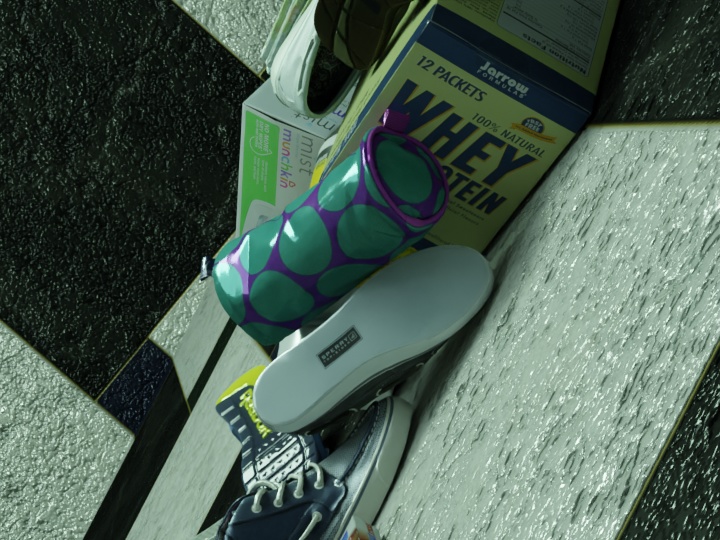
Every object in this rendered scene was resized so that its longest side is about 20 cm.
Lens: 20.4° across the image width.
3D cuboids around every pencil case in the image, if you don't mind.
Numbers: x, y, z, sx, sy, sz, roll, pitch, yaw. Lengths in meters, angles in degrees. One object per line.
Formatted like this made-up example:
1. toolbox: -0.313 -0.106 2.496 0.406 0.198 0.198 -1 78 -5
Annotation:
1. pencil case: -0.025 -0.027 1.450 0.200 0.085 0.093 -35 50 40

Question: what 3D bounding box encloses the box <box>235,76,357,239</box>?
1. box: -0.031 -0.103 1.868 0.177 0.096 0.201 -48 -25 -41

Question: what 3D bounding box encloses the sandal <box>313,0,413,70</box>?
1. sandal: 0.024 -0.216 1.438 0.055 0.082 0.200 -40 -11 -31

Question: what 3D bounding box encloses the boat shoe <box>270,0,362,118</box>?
1. boat shoe: 0.002 -0.207 1.549 0.202 0.070 0.072 -61 35 10

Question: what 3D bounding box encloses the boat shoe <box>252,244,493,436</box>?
1. boat shoe: 0.016 0.056 1.434 0.199 0.070 0.066 -38 -29 8

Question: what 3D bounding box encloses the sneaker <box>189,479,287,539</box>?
1. sneaker: -0.079 0.238 1.546 0.199 0.105 0.075 -33 2 -2

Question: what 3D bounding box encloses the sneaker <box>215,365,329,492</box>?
1. sneaker: -0.060 0.157 1.672 0.074 0.082 0.200 -34 31 4

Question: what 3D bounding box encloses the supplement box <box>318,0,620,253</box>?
1. supplement box: 0.086 -0.149 1.499 0.200 0.133 0.201 -54 11 44

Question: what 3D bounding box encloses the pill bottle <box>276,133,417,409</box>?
1. pill bottle: 0.000 0.000 1.586 0.114 0.113 0.202 134 152 -62

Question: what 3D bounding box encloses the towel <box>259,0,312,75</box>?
1. towel: 0.020 -0.234 1.917 0.048 0.198 0.172 -91 23 -46

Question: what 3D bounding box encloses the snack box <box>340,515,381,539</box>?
1. snack box: -0.040 0.264 1.333 0.201 0.024 0.072 -62 7 5

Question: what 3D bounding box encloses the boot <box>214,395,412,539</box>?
1. boot: -0.041 0.167 1.421 0.201 0.090 0.073 -64 8 -10
